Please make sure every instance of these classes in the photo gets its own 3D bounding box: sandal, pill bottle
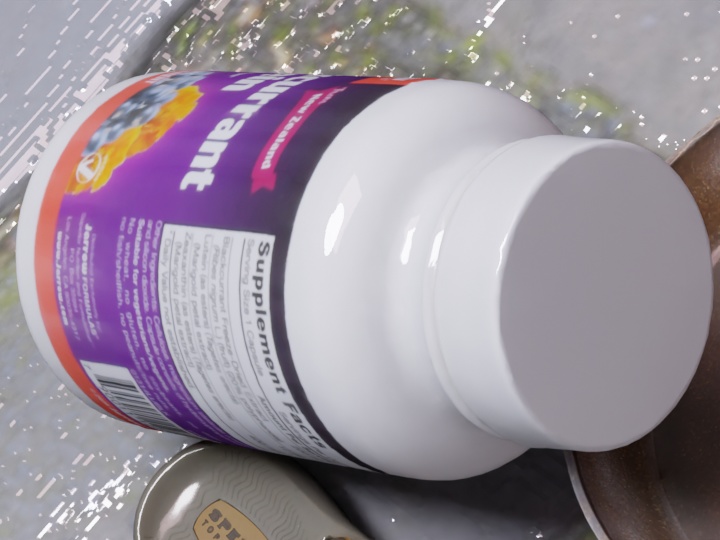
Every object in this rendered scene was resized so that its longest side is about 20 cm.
[{"bbox_3d":[-0.007,0.103,0.838,0.082,0.055,0.200,-44,48,-3],"label":"sandal"},{"bbox_3d":[0.000,0.000,0.840,0.200,0.111,0.112,6,61,49],"label":"pill bottle"}]

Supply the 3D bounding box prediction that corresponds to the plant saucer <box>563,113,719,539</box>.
[{"bbox_3d":[0.152,0.023,0.816,0.200,0.032,0.201,-15,53,21],"label":"plant saucer"}]
